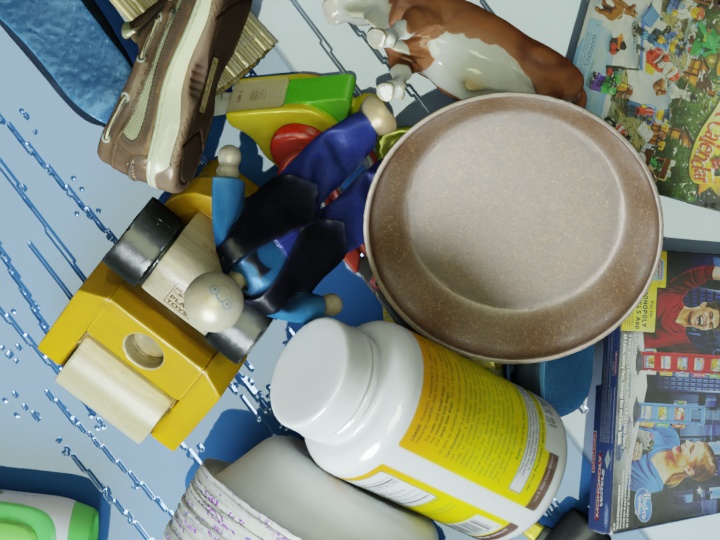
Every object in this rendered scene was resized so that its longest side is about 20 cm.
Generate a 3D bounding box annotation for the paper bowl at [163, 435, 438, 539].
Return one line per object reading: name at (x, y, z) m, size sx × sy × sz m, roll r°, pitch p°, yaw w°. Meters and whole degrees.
paper bowl at (-0.027, 0.188, 1.716) m, size 0.200 × 0.201 × 0.105 m, roll 30°, pitch 93°, yaw -3°

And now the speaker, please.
speaker at (-0.290, 0.195, 1.776) m, size 0.199 × 0.088 × 0.089 m, roll 7°, pitch 96°, yaw -1°

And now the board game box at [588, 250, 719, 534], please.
board game box at (0.269, 0.091, 1.767) m, size 0.199 × 0.062 × 0.201 m, roll 4°, pitch 87°, yaw -10°

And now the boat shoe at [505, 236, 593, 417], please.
boat shoe at (0.125, 0.004, 1.748) m, size 0.084 × 0.069 × 0.201 m, roll -2°, pitch 108°, yaw -39°

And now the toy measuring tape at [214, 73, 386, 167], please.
toy measuring tape at (-0.074, -0.099, 1.763) m, size 0.199 × 0.074 × 0.074 m, roll -4°, pitch 96°, yaw 17°

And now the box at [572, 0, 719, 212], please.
box at (0.222, -0.154, 1.745) m, size 0.136 × 0.038 × 0.201 m, roll 17°, pitch 96°, yaw 15°

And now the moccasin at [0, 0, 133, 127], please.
moccasin at (-0.224, -0.179, 1.737) m, size 0.080 × 0.068 × 0.201 m, roll -28°, pitch 85°, yaw -5°

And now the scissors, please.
scissors at (0.000, 0.000, 1.748) m, size 0.073 × 0.014 × 0.201 m, roll -23°, pitch 112°, yaw -11°

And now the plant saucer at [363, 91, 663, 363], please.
plant saucer at (0.102, -0.033, 1.663) m, size 0.199 × 0.037 × 0.201 m, roll 2°, pitch 118°, yaw 4°

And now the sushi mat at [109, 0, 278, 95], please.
sushi mat at (-0.147, -0.211, 1.739) m, size 0.200 × 0.096 × 0.012 m, roll 49°, pitch 134°, yaw -4°

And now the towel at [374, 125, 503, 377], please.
towel at (0.056, -0.004, 1.789) m, size 0.086 × 0.018 × 0.201 m, roll -3°, pitch 96°, yaw -3°

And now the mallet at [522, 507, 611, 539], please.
mallet at (0.081, 0.168, 1.798) m, size 0.199 × 0.041 × 0.066 m, roll 29°, pitch 92°, yaw 1°

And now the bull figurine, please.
bull figurine at (0.061, -0.149, 1.714) m, size 0.199 × 0.122 × 0.065 m, roll 23°, pitch 124°, yaw 7°

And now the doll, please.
doll at (-0.046, -0.032, 1.663) m, size 0.200 × 0.048 × 0.137 m, roll -45°, pitch 103°, yaw -24°

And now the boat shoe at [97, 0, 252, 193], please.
boat shoe at (-0.126, -0.158, 1.673) m, size 0.074 × 0.075 × 0.203 m, roll 16°, pitch 83°, yaw 13°

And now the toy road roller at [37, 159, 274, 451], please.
toy road roller at (-0.121, 0.014, 1.755) m, size 0.123 × 0.146 × 0.200 m, roll 37°, pitch 132°, yaw -4°

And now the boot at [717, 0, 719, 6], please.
boot at (0.215, -0.202, 1.691) m, size 0.199 × 0.072 × 0.145 m, roll -21°, pitch 87°, yaw 11°

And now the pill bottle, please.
pill bottle at (0.038, 0.103, 1.682) m, size 0.199 × 0.109 × 0.110 m, roll 28°, pitch 96°, yaw -35°
